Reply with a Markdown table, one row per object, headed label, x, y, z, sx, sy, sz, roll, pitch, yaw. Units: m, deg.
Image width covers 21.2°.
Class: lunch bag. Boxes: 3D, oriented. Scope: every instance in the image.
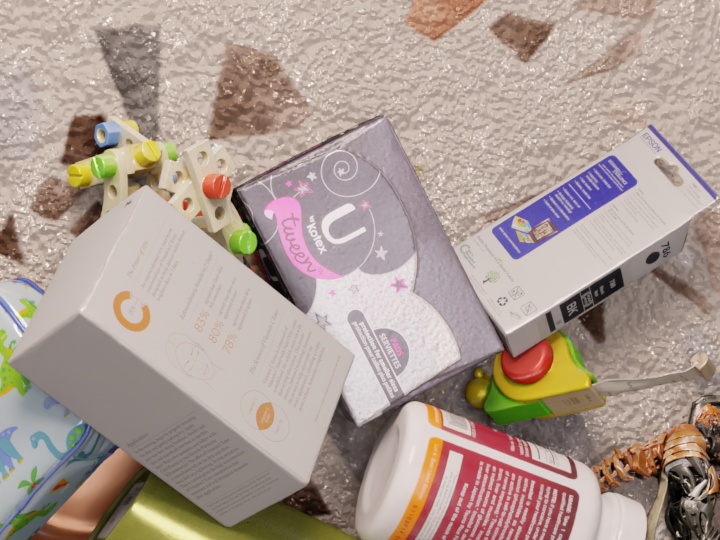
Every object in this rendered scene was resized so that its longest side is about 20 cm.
| label | x | y | z | sx | sy | sz | roll | pitch | yaw |
| --- | --- | --- | --- | --- | --- | --- | --- | --- | --- |
| lunch bag | -0.273 | 0.112 | 1.384 | 0.161 | 0.082 | 0.200 | 47 | 107 | 14 |

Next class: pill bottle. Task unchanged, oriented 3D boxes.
| label | x | y | z | sx | sy | sz | roll | pitch | yaw |
| --- | --- | --- | --- | --- | --- | --- | --- | --- | --- |
| pill bottle | 0.106 | 0.181 | 1.434 | 0.199 | 0.113 | 0.113 | 21 | 87 | -10 |

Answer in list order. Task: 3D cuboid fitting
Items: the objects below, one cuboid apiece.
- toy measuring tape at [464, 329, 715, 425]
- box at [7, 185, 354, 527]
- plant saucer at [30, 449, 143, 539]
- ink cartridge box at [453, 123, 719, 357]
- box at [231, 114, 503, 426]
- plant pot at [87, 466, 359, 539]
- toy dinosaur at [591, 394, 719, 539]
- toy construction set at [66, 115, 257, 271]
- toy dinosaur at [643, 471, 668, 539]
| label | x | y | z | sx | sy | sz | roll | pitch | yaw |
| --- | --- | --- | --- | --- | --- | --- | --- | --- | --- |
| toy measuring tape | 0.173 | 0.070 | 1.486 | 0.199 | 0.074 | 0.074 | -14 | 92 | 22 |
| box | -0.120 | 0.061 | 1.324 | 0.200 | 0.097 | 0.125 | 40 | 44 | -19 |
| plant saucer | -0.209 | 0.127 | 1.470 | 0.199 | 0.037 | 0.201 | 0 | 90 | -7 |
| ink cartridge box | 0.174 | -0.024 | 1.494 | 0.200 | 0.039 | 0.100 | -32 | 52 | -5 |
| box | 0.000 | 0.000 | 1.458 | 0.132 | 0.115 | 0.201 | -27 | 93 | -7 |
| plant pot | -0.099 | 0.234 | 1.405 | 0.200 | 0.187 | 0.187 | 38 | 85 | -9 |
| toy dinosaur | 0.266 | 0.169 | 1.522 | 0.199 | 0.102 | 0.136 | -12 | 77 | 18 |
| toy construction set | -0.138 | -0.047 | 1.410 | 0.092 | 0.200 | 0.132 | -8 | 99 | -31 |
| toy dinosaur | 0.220 | 0.257 | 1.461 | 0.047 | 0.088 | 0.201 | -9 | 130 | -29 |
